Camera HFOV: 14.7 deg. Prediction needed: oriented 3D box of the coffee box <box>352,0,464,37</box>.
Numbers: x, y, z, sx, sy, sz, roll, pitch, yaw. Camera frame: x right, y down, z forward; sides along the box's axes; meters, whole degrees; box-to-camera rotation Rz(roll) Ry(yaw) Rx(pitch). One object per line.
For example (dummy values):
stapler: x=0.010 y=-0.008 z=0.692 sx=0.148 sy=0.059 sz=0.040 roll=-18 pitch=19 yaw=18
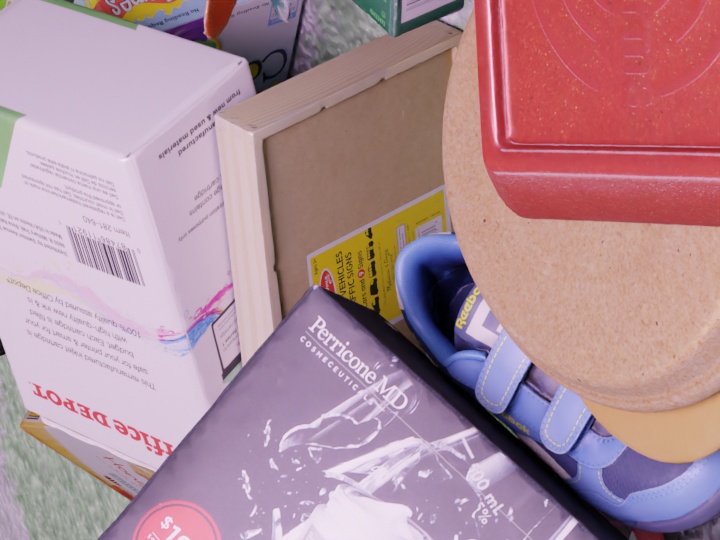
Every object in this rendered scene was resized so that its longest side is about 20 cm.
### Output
coffee box: x=0.002 y=-0.208 z=1.131 sx=0.123 sy=0.044 sz=0.201 roll=46 pitch=148 yaw=37

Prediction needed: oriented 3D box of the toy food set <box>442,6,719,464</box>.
toy food set: x=0.106 y=-0.042 z=1.062 sx=0.200 sy=0.048 sz=0.198 roll=53 pitch=133 yaw=30

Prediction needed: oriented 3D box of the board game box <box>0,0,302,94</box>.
board game box: x=-0.127 y=-0.163 z=1.396 sx=0.200 sy=0.105 sz=0.103 roll=53 pitch=151 yaw=26

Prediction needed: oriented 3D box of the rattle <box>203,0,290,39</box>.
rattle: x=-0.060 y=-0.222 z=1.241 sx=0.143 sy=0.130 sz=0.200 roll=-40 pitch=50 yaw=19

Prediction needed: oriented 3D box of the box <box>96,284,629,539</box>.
box: x=0.005 y=0.140 z=1.160 sx=0.200 sy=0.182 sz=0.104 roll=41 pitch=-177 yaw=15

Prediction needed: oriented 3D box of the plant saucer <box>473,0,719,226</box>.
plant saucer: x=0.104 y=-0.113 z=0.986 sx=0.200 sy=0.037 sz=0.201 roll=4 pitch=100 yaw=49

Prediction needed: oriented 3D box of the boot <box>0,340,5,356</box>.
boot: x=-0.242 y=-0.032 z=1.650 sx=0.211 sy=0.157 sz=0.080 roll=50 pitch=148 yaw=32

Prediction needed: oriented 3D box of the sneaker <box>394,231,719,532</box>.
sneaker: x=0.083 y=0.043 z=1.158 sx=0.082 sy=0.074 sz=0.200 roll=39 pitch=176 yaw=-42

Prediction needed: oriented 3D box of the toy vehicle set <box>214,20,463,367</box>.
toy vehicle set: x=0.000 y=0.000 z=1.253 sx=0.026 sy=0.124 sz=0.201 roll=27 pitch=132 yaw=43

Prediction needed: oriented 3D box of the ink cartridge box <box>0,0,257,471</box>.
ink cartridge box: x=-0.105 y=-0.011 z=1.274 sx=0.144 sy=0.084 sz=0.201 roll=20 pitch=138 yaw=37

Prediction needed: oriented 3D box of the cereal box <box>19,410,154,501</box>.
cereal box: x=-0.088 y=0.110 z=1.517 sx=0.144 sy=0.040 sz=0.200 roll=36 pitch=164 yaw=-21

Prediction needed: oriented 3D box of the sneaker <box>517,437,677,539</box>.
sneaker: x=0.098 y=0.164 z=1.225 sx=0.071 sy=0.098 sz=0.201 roll=-9 pitch=100 yaw=65
